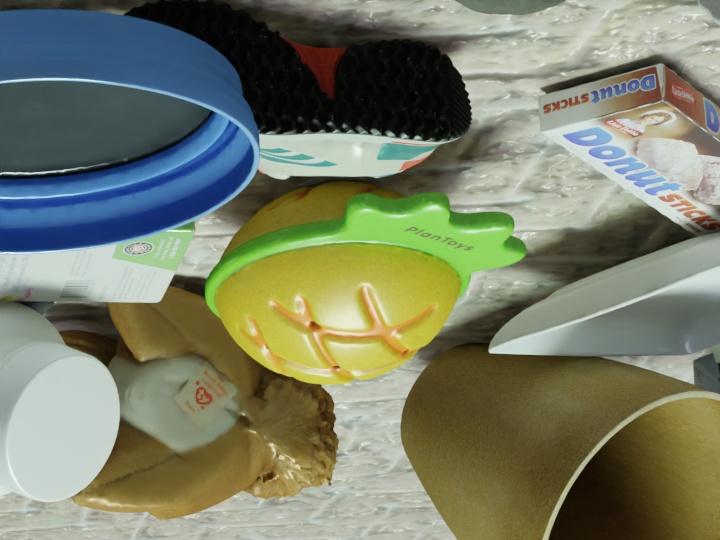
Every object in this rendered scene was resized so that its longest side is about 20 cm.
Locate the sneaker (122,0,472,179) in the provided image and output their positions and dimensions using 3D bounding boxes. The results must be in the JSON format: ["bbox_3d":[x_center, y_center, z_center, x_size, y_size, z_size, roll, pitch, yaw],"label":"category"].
[{"bbox_3d":[-0.049,-0.075,1.411,0.200,0.070,0.093,5,152,-30],"label":"sneaker"}]

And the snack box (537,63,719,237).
[{"bbox_3d":[0.172,-0.062,1.553,0.072,0.024,0.200,-13,158,28],"label":"snack box"}]

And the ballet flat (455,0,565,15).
[{"bbox_3d":[0.022,-0.153,1.265,0.200,0.046,0.067,2,128,-32],"label":"ballet flat"}]

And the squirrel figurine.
[{"bbox_3d":[-0.116,0.099,1.790,0.200,0.142,0.187,8,163,-23],"label":"squirrel figurine"}]

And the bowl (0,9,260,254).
[{"bbox_3d":[-0.146,-0.060,1.285,0.200,0.039,0.201,-5,159,-2],"label":"bowl"}]

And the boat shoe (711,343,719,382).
[{"bbox_3d":[0.317,0.054,1.800,0.200,0.062,0.073,-11,172,-16],"label":"boat shoe"}]

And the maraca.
[{"bbox_3d":[0.000,0.000,1.572,0.137,0.107,0.200,12,154,-35],"label":"maraca"}]

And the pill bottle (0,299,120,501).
[{"bbox_3d":[-0.229,0.062,1.589,0.200,0.112,0.111,16,176,40],"label":"pill bottle"}]

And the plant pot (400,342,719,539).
[{"bbox_3d":[0.120,0.123,1.803,0.186,0.186,0.200,16,-169,-43],"label":"plant pot"}]

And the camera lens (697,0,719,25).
[{"bbox_3d":[0.241,-0.134,1.175,0.160,0.160,0.200,-20,154,38],"label":"camera lens"}]

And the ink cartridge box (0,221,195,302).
[{"bbox_3d":[-0.195,-0.032,1.509,0.200,0.067,0.117,1,160,-14],"label":"ink cartridge box"}]

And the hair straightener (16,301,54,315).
[{"bbox_3d":[-0.221,0.047,1.703,0.041,0.077,0.200,-1,160,-25],"label":"hair straightener"}]

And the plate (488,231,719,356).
[{"bbox_3d":[0.206,0.011,1.710,0.200,0.032,0.199,1,163,-46],"label":"plate"}]

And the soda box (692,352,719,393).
[{"bbox_3d":[0.286,0.118,1.805,0.068,0.200,0.064,-19,124,-16],"label":"soda box"}]
